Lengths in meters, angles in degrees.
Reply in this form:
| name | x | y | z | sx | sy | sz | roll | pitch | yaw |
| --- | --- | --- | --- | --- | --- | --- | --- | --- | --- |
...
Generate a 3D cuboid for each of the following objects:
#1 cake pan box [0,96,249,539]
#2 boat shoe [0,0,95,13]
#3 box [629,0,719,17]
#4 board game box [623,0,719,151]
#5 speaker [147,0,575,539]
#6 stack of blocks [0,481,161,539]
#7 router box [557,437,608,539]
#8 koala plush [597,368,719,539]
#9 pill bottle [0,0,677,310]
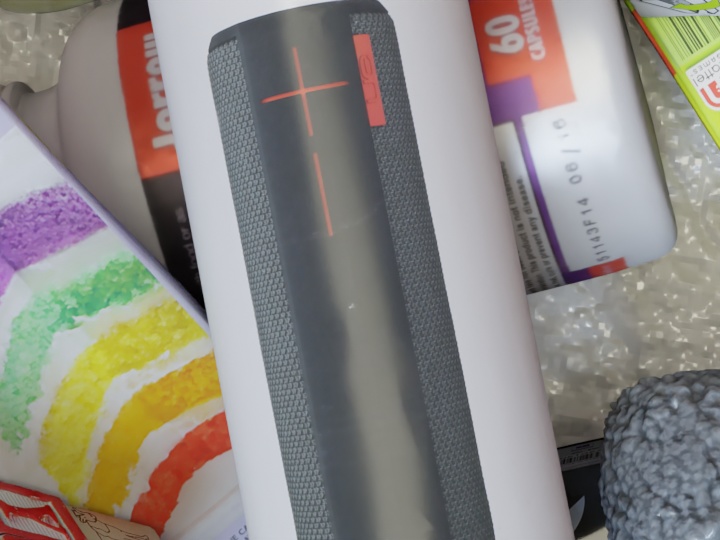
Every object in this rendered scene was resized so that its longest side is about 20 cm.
| name | x | y | z | sx | sy | sz | roll | pitch | yaw |
| --- | --- | --- | --- | --- | --- | --- | --- | --- | --- |
| cake pan box | -0.121 | 0.067 | 0.724 | 0.200 | 0.052 | 0.184 | -41 | 125 | -3 |
| boat shoe | -0.024 | -0.130 | 0.812 | 0.199 | 0.062 | 0.072 | -17 | 53 | -14 |
| box | 0.130 | -0.171 | 0.780 | 0.110 | 0.035 | 0.201 | 1 | 80 | 16 |
| board game box | 0.185 | -0.090 | 0.806 | 0.200 | 0.048 | 0.102 | -33 | 90 | 8 |
| speaker | 0.000 | 0.000 | 0.701 | 0.081 | 0.081 | 0.201 | -11 | 86 | 7 |
| stack of blocks | -0.130 | 0.148 | 0.693 | 0.115 | 0.059 | 0.200 | 20 | 105 | -33 |
| router box | 0.024 | 0.143 | 0.839 | 0.199 | 0.052 | 0.158 | -12 | 93 | 7 |
| koala plush | 0.183 | 0.084 | 0.699 | 0.184 | 0.200 | 0.177 | 34 | 111 | -20 |
| pill bottle | -0.019 | -0.033 | 0.801 | 0.199 | 0.111 | 0.112 | -15 | 92 | 7 |
